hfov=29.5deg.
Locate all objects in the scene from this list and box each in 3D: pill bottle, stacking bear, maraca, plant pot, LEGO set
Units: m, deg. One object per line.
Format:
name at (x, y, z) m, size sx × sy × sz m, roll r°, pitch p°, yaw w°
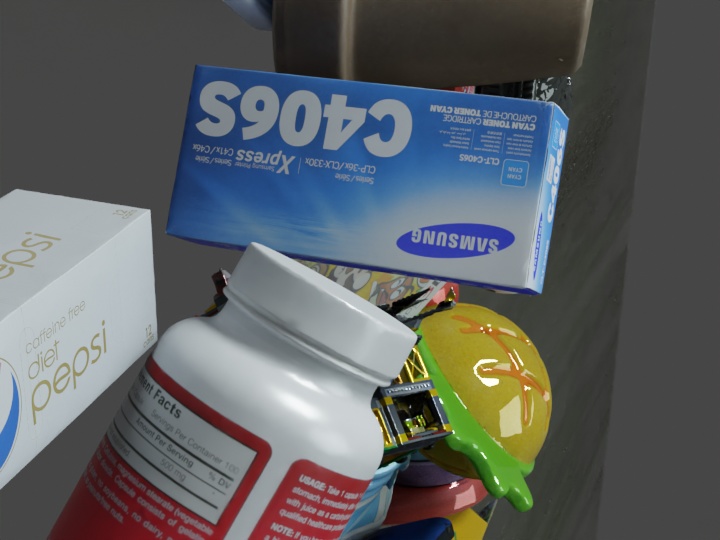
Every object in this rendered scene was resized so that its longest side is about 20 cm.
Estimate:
pill bottle at (-0.060, 0.094, 0.597) m, size 0.201 × 0.112 × 0.112 m, roll -60°, pitch 162°, yaw 2°
stacking bear at (0.042, 0.081, 1.072) m, size 0.122 × 0.113 × 0.201 m, roll -68°, pitch 154°, yaw -70°
maraca at (0.075, 0.090, 0.935) m, size 0.107 × 0.137 × 0.200 m, roll -42°, pitch -169°, yaw 14°
plant pot at (0.053, -0.187, 0.809) m, size 0.200 × 0.173 × 0.202 m, roll 8°, pitch 90°, yaw -83°
LEGO set at (-0.045, 0.062, 0.748) m, size 0.199 × 0.153 × 0.116 m, roll -5°, pitch 68°, yaw -51°

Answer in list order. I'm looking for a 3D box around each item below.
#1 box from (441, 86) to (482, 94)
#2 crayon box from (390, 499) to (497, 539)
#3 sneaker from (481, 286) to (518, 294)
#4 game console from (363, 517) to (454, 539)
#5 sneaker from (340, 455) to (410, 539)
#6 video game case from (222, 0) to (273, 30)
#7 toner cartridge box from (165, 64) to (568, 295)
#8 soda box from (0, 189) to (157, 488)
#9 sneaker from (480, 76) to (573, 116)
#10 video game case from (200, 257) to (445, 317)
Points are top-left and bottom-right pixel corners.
box at (0.034, -0.131, 0.951) m, size 0.096 × 0.099 × 0.201 m, roll 67°, pitch 35°, yaw -59°
crayon box at (0.029, 0.258, 1.090) m, size 0.126 × 0.052 × 0.200 m, roll -44°, pitch -173°, yaw 36°
sneaker at (0.092, -0.041, 1.120) m, size 0.074 × 0.082 × 0.200 m, roll -44°, pitch -158°, yaw 16°
game console at (-0.024, 0.259, 0.920) m, size 0.200 × 0.170 × 0.119 m, roll -18°, pitch 92°, yaw -71°
sneaker at (0.002, 0.123, 0.928) m, size 0.131 × 0.079 × 0.200 m, roll -56°, pitch 173°, yaw 22°
video game case at (-0.065, -0.242, 0.709) m, size 0.200 × 0.023 × 0.183 m, roll 27°, pitch 73°, yaw -72°
toner cartridge box at (0.002, -0.049, 0.717) m, size 0.043 × 0.199 × 0.096 m, roll 16°, pitch 83°, yaw -71°
soda box at (-0.148, 0.036, 0.497) m, size 0.200 × 0.068 × 0.064 m, roll -50°, pitch 145°, yaw -59°
sneaker at (0.119, -0.135, 0.961) m, size 0.104 × 0.060 × 0.201 m, roll -35°, pitch 137°, yaw -67°
video game case at (0.000, 0.000, 0.840) m, size 0.182 × 0.023 × 0.200 m, roll -48°, pitch 155°, yaw 6°
